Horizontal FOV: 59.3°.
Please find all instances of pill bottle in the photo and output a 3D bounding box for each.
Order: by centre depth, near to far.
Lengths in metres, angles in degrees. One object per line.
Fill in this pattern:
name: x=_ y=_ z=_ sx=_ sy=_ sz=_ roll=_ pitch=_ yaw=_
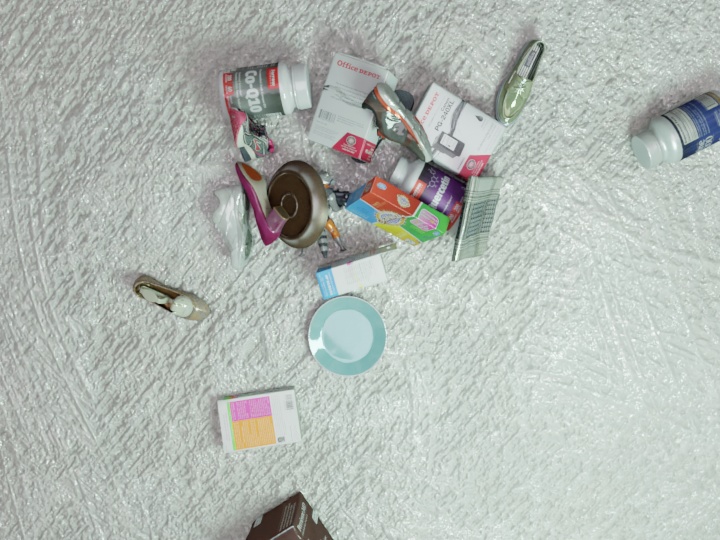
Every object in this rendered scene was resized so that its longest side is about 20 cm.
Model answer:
pill bottle: x=0.724 y=-0.311 z=1.428 sx=0.197 sy=0.111 sz=0.113 roll=-26 pitch=98 yaw=5
pill bottle: x=-0.213 y=-0.407 z=1.434 sx=0.195 sy=0.114 sz=0.117 roll=-7 pitch=99 yaw=3
pill bottle: x=0.161 y=-0.180 z=1.461 sx=0.197 sy=0.113 sz=0.114 roll=29 pitch=99 yaw=-3

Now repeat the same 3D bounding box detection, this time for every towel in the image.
towel: x=0.269 y=-0.118 z=1.429 sx=0.034 sy=0.199 sz=0.197 roll=17 pitch=105 yaw=27

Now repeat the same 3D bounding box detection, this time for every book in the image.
book: x=-0.253 y=0.375 z=1.593 sx=0.195 sy=0.048 sz=0.137 roll=-8 pitch=96 yaw=1

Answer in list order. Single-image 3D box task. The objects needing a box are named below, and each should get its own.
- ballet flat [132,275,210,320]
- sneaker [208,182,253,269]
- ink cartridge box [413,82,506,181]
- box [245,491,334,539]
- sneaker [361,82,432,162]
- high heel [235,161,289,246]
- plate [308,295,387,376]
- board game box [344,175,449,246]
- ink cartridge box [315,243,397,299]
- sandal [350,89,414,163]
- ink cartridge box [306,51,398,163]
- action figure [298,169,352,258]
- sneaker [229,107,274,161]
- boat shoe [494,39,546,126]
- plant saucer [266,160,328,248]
ballet flat: x=-0.465 y=0.076 z=1.539 sx=0.196 sy=0.067 sz=0.069 roll=22 pitch=99 yaw=-2
sneaker: x=-0.312 y=-0.103 z=1.511 sx=0.097 sy=0.078 sz=0.205 roll=-2 pitch=90 yaw=8
ink cartridge box: x=0.208 y=-0.312 z=1.446 sx=0.197 sy=0.083 sz=0.147 roll=29 pitch=99 yaw=-3
box: x=-0.169 y=0.711 z=1.580 sx=0.162 sy=0.166 sz=0.202 roll=-32 pitch=98 yaw=7
sneaker: x=0.078 y=-0.308 z=1.369 sx=0.081 sy=0.077 sz=0.201 roll=-33 pitch=108 yaw=26
high heel: x=-0.249 y=-0.157 z=1.470 sx=0.096 sy=0.067 sz=0.201 roll=-47 pitch=67 yaw=29
plate: x=-0.032 y=0.161 z=1.563 sx=0.195 sy=0.026 sz=0.205 roll=0 pitch=100 yaw=2
board game box: x=0.080 y=-0.129 z=1.428 sx=0.197 sy=0.153 sz=0.041 roll=27 pitch=72 yaw=-17
ink cartridge box: x=0.000 y=0.000 z=1.491 sx=0.196 sy=0.115 sz=0.069 roll=-17 pitch=99 yaw=4
sandal: x=0.046 y=-0.340 z=1.479 sx=0.076 sy=0.043 sz=0.200 roll=46 pitch=106 yaw=7
ink cartridge box: x=-0.017 y=-0.367 z=1.431 sx=0.143 sy=0.083 sz=0.204 roll=23 pitch=99 yaw=19
action figure: x=-0.070 y=-0.136 z=1.480 sx=0.195 sy=0.105 sz=0.198 roll=-4 pitch=104 yaw=1
sneaker: x=-0.244 y=-0.310 z=1.413 sx=0.073 sy=0.200 sz=0.083 roll=-12 pitch=82 yaw=0
boat shoe: x=0.362 y=-0.430 z=1.442 sx=0.071 sy=0.062 sz=0.204 roll=19 pitch=100 yaw=-2
plant saucer: x=-0.156 y=-0.151 z=1.457 sx=0.197 sy=0.032 sz=0.205 roll=7 pitch=100 yaw=40
